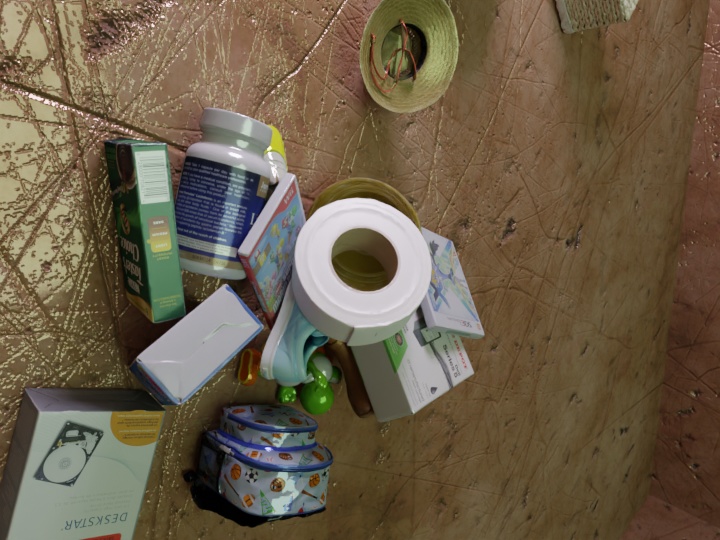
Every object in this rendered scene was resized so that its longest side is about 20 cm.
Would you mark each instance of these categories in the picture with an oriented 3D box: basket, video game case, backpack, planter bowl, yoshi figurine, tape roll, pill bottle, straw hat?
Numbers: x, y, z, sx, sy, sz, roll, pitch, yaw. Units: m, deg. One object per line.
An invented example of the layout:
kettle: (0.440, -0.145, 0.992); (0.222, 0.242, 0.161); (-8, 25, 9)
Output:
basket: (0.558, -0.699, 1.244); (0.200, 0.159, 0.200); (-57, 135, -17)
video game case: (-0.114, -0.019, 0.780); (0.202, 0.017, 0.145); (83, 27, -55)
backpack: (-0.134, 0.290, 0.818); (0.198, 0.189, 0.158); (5, 99, -44)
planter bowl: (0.010, -0.063, 0.904); (0.084, 0.196, 0.205); (-61, 149, -66)
yoshi figurine: (-0.101, 0.186, 0.889); (0.199, 0.112, 0.113); (25, 100, -48)
video game case: (0.146, 0.019, 0.965); (0.181, 0.022, 0.204); (17, 51, -51)
tape roll: (0.000, 0.000, 0.775); (0.202, 0.202, 0.071); (-43, 170, -27)
pill bottle: (-0.183, -0.099, 0.710); (0.114, 0.115, 0.204); (10, 95, -45)
straw hat: (0.061, -0.365, 0.899); (0.198, 0.085, 0.205); (-11, 113, -29)

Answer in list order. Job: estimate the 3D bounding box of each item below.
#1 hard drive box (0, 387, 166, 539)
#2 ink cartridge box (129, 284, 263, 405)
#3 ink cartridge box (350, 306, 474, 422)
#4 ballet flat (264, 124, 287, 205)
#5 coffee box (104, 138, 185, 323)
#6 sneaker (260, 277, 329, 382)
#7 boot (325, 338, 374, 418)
hard drive box: (-0.352, 0.258, 0.673); (0.154, 0.076, 0.204); (13, 93, -45)
ink cartridge box: (-0.221, 0.102, 0.701); (0.136, 0.199, 0.077); (-43, 100, -28)
ink cartridge box: (0.090, 0.146, 0.913); (0.198, 0.083, 0.148); (-15, 81, -49)
ballet flat: (-0.137, -0.109, 0.787); (0.066, 0.066, 0.204); (12, 93, -45)
coffee box: (-0.257, -0.050, 0.642); (0.043, 0.122, 0.204); (-13, 111, -35)
sneaker: (-0.078, 0.076, 0.803); (0.074, 0.080, 0.203); (83, 21, -60)
boot: (-0.024, 0.131, 0.905); (0.156, 0.075, 0.203); (50, 30, -42)
